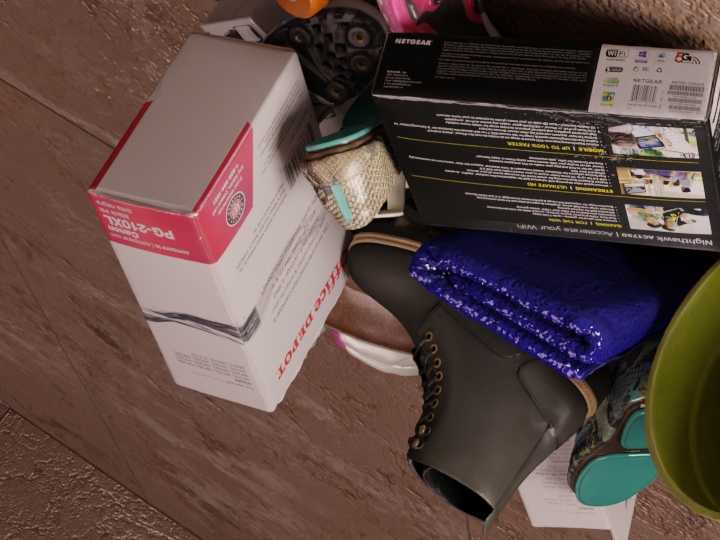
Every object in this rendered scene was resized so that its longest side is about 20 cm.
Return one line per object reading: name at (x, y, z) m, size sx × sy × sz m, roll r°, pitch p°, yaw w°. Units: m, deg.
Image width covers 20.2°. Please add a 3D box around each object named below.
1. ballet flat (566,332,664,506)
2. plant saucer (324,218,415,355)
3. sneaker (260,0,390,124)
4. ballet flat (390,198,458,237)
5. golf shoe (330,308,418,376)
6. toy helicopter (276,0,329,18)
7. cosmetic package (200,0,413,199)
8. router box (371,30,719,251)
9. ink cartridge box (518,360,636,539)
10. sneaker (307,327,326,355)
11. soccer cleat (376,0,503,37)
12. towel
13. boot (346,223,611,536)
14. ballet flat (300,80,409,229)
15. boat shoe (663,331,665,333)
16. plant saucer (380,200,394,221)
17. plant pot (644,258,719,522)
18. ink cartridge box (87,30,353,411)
ballet flat at (0.187, 0.101, 1.393) m, size 0.074 × 0.074 × 0.200 m, roll 35°, pitch 153°, yaw 6°
plant saucer at (0.000, 0.000, 1.494) m, size 0.199 × 0.037 × 0.201 m, roll 20°, pitch 159°, yaw 8°
sneaker at (-0.035, -0.135, 1.328) m, size 0.072 × 0.073 × 0.200 m, roll 40°, pitch 150°, yaw -10°
ballet flat at (0.109, 0.001, 1.406) m, size 0.199 × 0.047 × 0.067 m, roll 17°, pitch -166°, yaw -22°
golf shoe at (0.077, 0.041, 1.594) m, size 0.198 × 0.076 × 0.092 m, roll 8°, pitch 151°, yaw -5°
toy helicopter at (-0.045, -0.256, 1.193) m, size 0.132 × 0.079 × 0.201 m, roll 40°, pitch 153°, yaw 21°
cosmetic package at (-0.020, -0.126, 1.458) m, size 0.200 × 0.051 × 0.082 m, roll 45°, pitch 163°, yaw -23°
router box at (0.119, -0.076, 1.204) m, size 0.198 × 0.051 × 0.149 m, roll 6°, pitch 152°, yaw 18°
ink cartridge box at (0.156, 0.115, 1.525) m, size 0.066 × 0.116 × 0.201 m, roll -1°, pitch 136°, yaw 23°
sneaker at (-0.034, 0.020, 1.748) m, size 0.067 × 0.108 × 0.201 m, roll 38°, pitch 162°, yaw -4°
soccer cleat at (0.046, -0.146, 1.255) m, size 0.086 × 0.070 × 0.200 m, roll 17°, pitch 153°, yaw 47°
towel at (0.137, 0.010, 1.302) m, size 0.147 × 0.050 × 0.199 m, roll 26°, pitch -157°, yaw 28°
boot at (0.046, 0.066, 1.319) m, size 0.199 × 0.138 × 0.078 m, roll 32°, pitch 151°, yaw 19°
ballet flat at (0.015, -0.075, 1.304) m, size 0.067 × 0.200 × 0.076 m, roll -13°, pitch 107°, yaw 23°
boat shoe at (0.228, 0.064, 1.434) m, size 0.072 × 0.061 × 0.202 m, roll 30°, pitch 162°, yaw 2°
plant saucer at (0.031, -0.023, 1.543) m, size 0.199 × 0.028 × 0.200 m, roll 18°, pitch 171°, yaw 3°
plant pot at (0.305, 0.097, 1.202) m, size 0.193 × 0.201 × 0.200 m, roll 35°, pitch 166°, yaw -35°
ink cartridge box at (-0.083, -0.029, 1.309) m, size 0.084 × 0.145 × 0.201 m, roll 13°, pitch 145°, yaw 24°
